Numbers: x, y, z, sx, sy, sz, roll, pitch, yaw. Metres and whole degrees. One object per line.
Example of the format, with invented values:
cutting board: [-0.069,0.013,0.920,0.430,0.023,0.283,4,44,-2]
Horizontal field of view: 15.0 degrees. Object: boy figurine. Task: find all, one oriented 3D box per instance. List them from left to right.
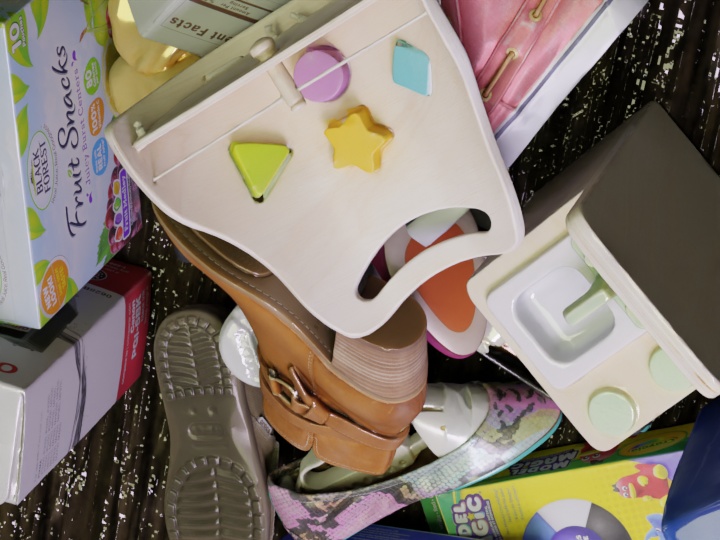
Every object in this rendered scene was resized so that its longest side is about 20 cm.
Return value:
boy figurine: [-0.109,-0.097,1.656,0.124,0.064,0.201,21,134,52]

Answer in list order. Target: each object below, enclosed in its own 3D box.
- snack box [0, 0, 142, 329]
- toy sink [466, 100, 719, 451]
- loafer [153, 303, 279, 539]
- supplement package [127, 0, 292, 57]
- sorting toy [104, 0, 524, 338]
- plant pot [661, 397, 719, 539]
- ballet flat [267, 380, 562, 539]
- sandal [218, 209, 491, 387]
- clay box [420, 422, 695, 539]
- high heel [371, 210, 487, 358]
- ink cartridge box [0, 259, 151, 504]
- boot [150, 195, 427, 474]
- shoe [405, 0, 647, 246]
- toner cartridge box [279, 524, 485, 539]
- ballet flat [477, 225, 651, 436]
snack box: [-0.192,-0.087,1.662,0.053,0.142,0.201,9,121,23]
toy sink: [0.148,0.012,1.562,0.112,0.200,0.131,-38,96,28]
loafer: [-0.086,0.111,1.760,0.076,0.067,0.201,6,113,20]
supplement package: [-0.039,-0.221,1.536,0.200,0.117,0.117,-39,57,29]
sorting toy: [-0.003,-0.062,1.499,0.199,0.107,0.181,-30,98,19]
plant pot: [0.306,0.155,1.571,0.179,0.200,0.201,-28,100,21]
ballet flat: [0.028,0.110,1.704,0.199,0.069,0.071,-27,123,19]
sandal: [-0.004,-0.006,1.688,0.202,0.050,0.083,-32,106,7]
clay box: [0.134,0.170,1.718,0.199,0.048,0.116,-13,107,23]
high heel: [0.015,-0.035,1.631,0.201,0.067,0.096,69,157,7]
ink cartridge box: [-0.236,0.052,1.714,0.146,0.200,0.083,16,116,12]
boot: [-0.045,0.031,1.629,0.199,0.077,0.156,29,148,12]
shoe: [0.068,-0.113,1.538,0.091,0.072,0.200,39,110,-2]
toner cartridge box: [0.039,0.216,1.733,0.199,0.043,0.096,4,118,41]
ballet flat: [0.102,0.034,1.641,0.199,0.068,0.068,33,103,-10]
